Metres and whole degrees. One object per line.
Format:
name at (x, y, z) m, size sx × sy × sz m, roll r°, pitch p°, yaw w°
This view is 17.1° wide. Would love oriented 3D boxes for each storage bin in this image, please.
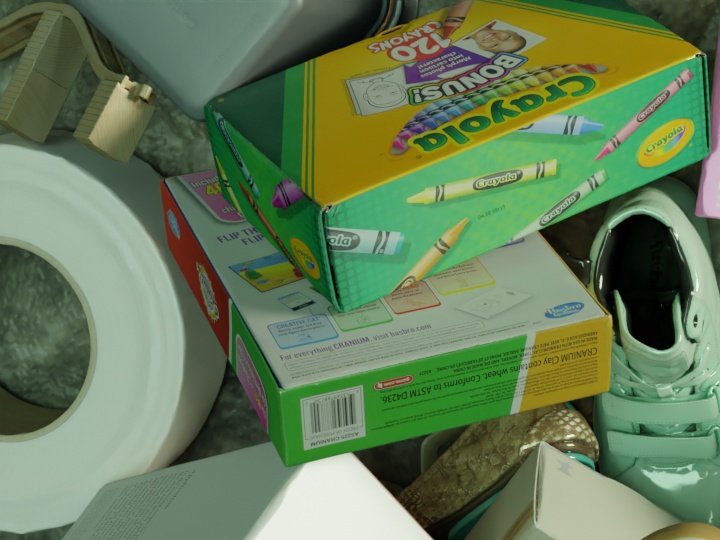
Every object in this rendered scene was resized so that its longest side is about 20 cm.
storage bin at (-0.081, -0.160, 1.158) m, size 0.200 × 0.134 × 0.146 m, roll 44°, pitch 105°, yaw 6°

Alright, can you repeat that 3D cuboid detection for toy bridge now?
toy bridge at (-0.156, -0.098, 1.181) m, size 0.200 × 0.027 × 0.067 m, roll 15°, pitch 76°, yaw 53°

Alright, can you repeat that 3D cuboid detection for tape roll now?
tape roll at (-0.171, 0.031, 1.228) m, size 0.202 × 0.071 × 0.203 m, roll 3°, pitch 100°, yaw 16°

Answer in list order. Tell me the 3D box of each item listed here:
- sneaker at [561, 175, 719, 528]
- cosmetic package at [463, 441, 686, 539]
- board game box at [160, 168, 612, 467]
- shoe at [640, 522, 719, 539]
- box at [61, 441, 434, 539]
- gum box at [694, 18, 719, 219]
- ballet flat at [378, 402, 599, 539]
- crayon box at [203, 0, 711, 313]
sneaker at (0.137, 0.059, 1.129) m, size 0.073 × 0.118 × 0.201 m, roll -6°, pitch 95°, yaw 14°
cosmetic package at (0.074, 0.190, 1.145) m, size 0.105 × 0.071 × 0.200 m, roll 28°, pitch 120°, yaw -9°
board game box at (0.007, 0.004, 1.095) m, size 0.152 × 0.200 × 0.040 m, roll -12°, pitch 122°, yaw -14°
shoe at (0.118, 0.198, 1.071) m, size 0.070 × 0.053 × 0.200 m, roll 21°, pitch 121°, yaw -9°
box at (-0.056, 0.161, 1.102) m, size 0.124 × 0.098 × 0.200 m, roll 48°, pitch 146°, yaw -17°
gum box at (0.263, -0.070, 1.107) m, size 0.199 × 0.066 × 0.114 m, roll 8°, pitch 99°, yaw 14°
ballet flat at (0.035, 0.121, 1.195) m, size 0.200 × 0.070 × 0.065 m, roll -38°, pitch 51°, yaw 22°
crayon box at (0.045, -0.064, 1.091) m, size 0.199 × 0.119 × 0.058 m, roll -23°, pitch 126°, yaw -19°
